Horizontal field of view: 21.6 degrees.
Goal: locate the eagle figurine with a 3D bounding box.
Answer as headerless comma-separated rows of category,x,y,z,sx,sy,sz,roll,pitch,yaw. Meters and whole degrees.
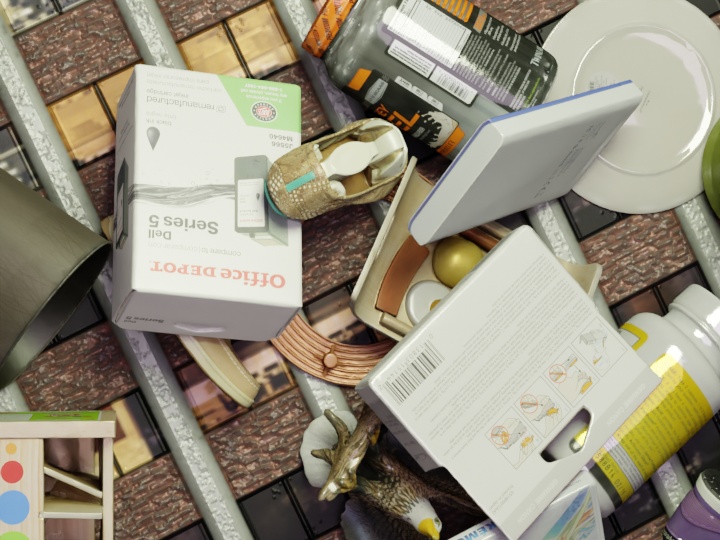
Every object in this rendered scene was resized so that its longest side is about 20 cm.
eagle figurine,0.049,0.198,1.610,0.151,0.152,0.200,-29,131,31

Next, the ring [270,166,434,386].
ring,0.000,0.000,1.644,0.198,0.019,0.203,0,89,-7

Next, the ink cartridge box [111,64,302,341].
ink cartridge box,-0.125,-0.054,1.552,0.144,0.084,0.202,6,67,-18

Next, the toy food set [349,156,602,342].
toy food set,0.100,0.011,1.609,0.199,0.060,0.145,29,67,-11

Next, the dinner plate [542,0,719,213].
dinner plate,0.249,-0.152,1.678,0.198,0.024,0.203,0,89,-7

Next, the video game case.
video game case,0.127,0.276,1.589,0.181,0.022,0.201,-26,133,-12

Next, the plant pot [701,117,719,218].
plant pot,0.387,-0.086,1.602,0.198,0.193,0.203,-1,94,-17

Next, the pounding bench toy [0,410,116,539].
pounding bench toy,-0.298,0.198,1.546,0.198,0.124,0.158,0,90,-8

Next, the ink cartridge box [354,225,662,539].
ink cartridge box,0.123,0.093,1.551,0.200,0.045,0.176,-43,94,-21

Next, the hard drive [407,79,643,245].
hard drive,0.138,-0.091,1.562,0.199,0.132,0.025,-19,64,-46

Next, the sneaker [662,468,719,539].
sneaker,0.358,0.258,1.675,0.199,0.076,0.088,32,110,-10

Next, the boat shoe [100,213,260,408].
boat shoe,-0.139,0.024,1.597,0.064,0.071,0.201,-36,93,-6

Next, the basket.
basket,-0.324,-0.026,1.538,0.200,0.181,0.136,41,44,1

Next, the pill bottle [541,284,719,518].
pill bottle,0.242,0.108,1.629,0.200,0.111,0.111,-42,95,-6

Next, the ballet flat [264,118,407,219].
ballet flat,0.000,-0.089,1.557,0.065,0.200,0.071,-26,94,36

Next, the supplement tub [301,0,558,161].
supplement tub,0.057,-0.178,1.602,0.199,0.123,0.123,31,85,-6
